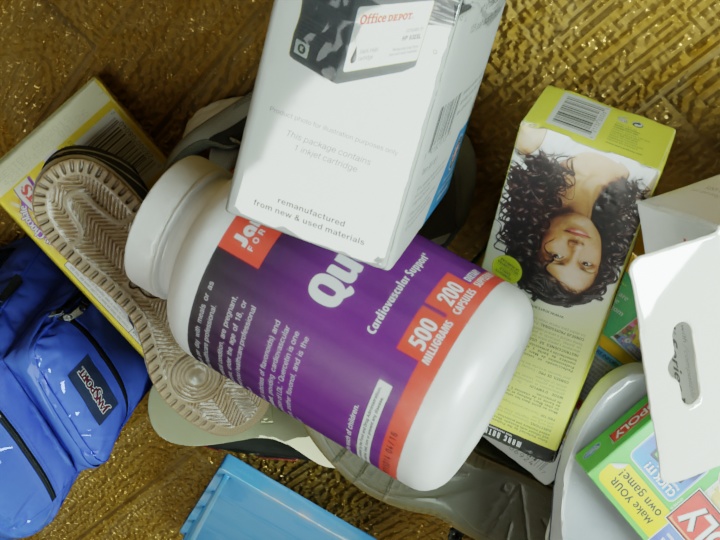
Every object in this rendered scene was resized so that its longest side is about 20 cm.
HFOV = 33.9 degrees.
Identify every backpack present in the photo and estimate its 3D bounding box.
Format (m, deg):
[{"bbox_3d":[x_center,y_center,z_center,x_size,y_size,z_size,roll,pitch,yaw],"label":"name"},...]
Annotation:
[{"bbox_3d":[-0.246,0.083,0.823,0.167,0.200,0.163,-14,118,32],"label":"backpack"}]

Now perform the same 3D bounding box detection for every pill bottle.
[{"bbox_3d":[-0.019,0.019,0.606,0.199,0.112,0.113,28,133,15],"label":"pill bottle"}]

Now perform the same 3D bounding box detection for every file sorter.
[{"bbox_3d":[-0.087,0.250,0.895,0.138,0.123,0.200,30,150,-2],"label":"file sorter"}]

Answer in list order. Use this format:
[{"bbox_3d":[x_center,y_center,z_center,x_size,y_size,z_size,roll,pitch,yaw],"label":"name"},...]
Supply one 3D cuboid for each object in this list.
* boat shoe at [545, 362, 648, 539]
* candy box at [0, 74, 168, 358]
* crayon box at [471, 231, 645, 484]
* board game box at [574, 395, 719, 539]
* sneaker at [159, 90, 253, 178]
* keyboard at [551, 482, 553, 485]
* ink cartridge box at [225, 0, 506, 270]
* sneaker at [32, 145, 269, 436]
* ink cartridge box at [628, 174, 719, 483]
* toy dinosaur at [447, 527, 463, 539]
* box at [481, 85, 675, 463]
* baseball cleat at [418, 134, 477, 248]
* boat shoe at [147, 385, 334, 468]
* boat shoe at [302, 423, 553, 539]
[{"bbox_3d":[0.139,0.142,0.695,0.070,0.070,0.202,1,108,-9],"label":"boat shoe"},{"bbox_3d":[-0.144,-0.019,0.780,0.102,0.026,0.200,-39,107,5],"label":"candy box"},{"bbox_3d":[0.123,0.025,0.699,0.125,0.052,0.200,37,130,0],"label":"crayon box"},{"bbox_3d":[0.231,0.133,0.645,0.134,0.029,0.200,-41,102,3],"label":"board game box"},{"bbox_3d":[-0.039,-0.080,0.682,0.199,0.080,0.074,-26,110,35],"label":"sneaker"},{"bbox_3d":[0.204,0.112,0.760,0.199,0.021,0.128,-18,111,35],"label":"keyboard"},{"bbox_3d":[0.018,-0.123,0.540,0.083,0.145,0.202,20,112,9],"label":"ink cartridge box"},{"bbox_3d":[-0.127,0.006,0.723,0.070,0.108,0.201,-37,112,-5],"label":"sneaker"},{"bbox_3d":[0.204,0.010,0.558,0.198,0.067,0.118,-17,109,-14],"label":"ink cartridge box"},{"bbox_3d":[0.105,0.227,0.879,0.198,0.048,0.089,-1,132,29],"label":"toy dinosaur"},{"bbox_3d":[0.101,0.008,0.633,0.075,0.050,0.201,21,128,14],"label":"box"},{"bbox_3d":[0.000,0.000,0.707,0.069,0.107,0.200,36,130,1],"label":"baseball cleat"},{"bbox_3d":[-0.047,0.099,0.841,0.199,0.063,0.075,3,87,8],"label":"boat shoe"},{"bbox_3d":[0.045,0.119,0.776,0.200,0.066,0.072,31,99,-12],"label":"boat shoe"}]
